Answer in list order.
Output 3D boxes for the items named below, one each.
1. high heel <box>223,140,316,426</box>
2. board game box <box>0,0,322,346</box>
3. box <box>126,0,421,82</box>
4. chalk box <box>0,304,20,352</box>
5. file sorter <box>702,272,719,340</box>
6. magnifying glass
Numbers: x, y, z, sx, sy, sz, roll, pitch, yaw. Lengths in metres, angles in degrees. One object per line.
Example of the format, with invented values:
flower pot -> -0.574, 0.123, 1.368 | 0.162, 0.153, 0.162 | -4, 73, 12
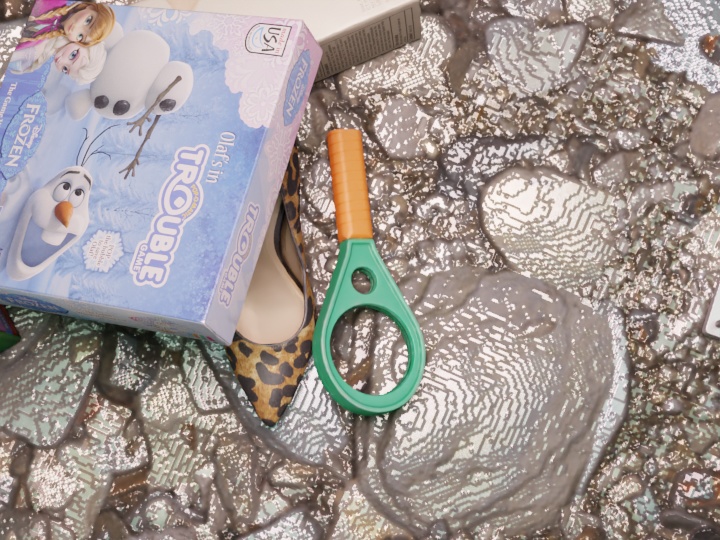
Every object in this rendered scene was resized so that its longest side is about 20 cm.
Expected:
high heel -> -0.067, 0.002, 0.992 | 0.071, 0.143, 0.201 | -1, 84, 1
board game box -> -0.144, -0.067, 0.927 | 0.198, 0.043, 0.201 | 8, 70, 22
box -> -0.063, -0.168, 1.037 | 0.199, 0.095, 0.078 | -22, 82, -1
chalk box -> -0.318, 0.018, 1.014 | 0.199, 0.124, 0.125 | -29, 82, -2
file sorter -> 0.330, -0.035, 0.988 | 0.138, 0.125, 0.201 | 18, 85, 5
magnifying glass -> 0.000, 0.000, 1.040 | 0.079, 0.022, 0.201 | -1, 75, -25
